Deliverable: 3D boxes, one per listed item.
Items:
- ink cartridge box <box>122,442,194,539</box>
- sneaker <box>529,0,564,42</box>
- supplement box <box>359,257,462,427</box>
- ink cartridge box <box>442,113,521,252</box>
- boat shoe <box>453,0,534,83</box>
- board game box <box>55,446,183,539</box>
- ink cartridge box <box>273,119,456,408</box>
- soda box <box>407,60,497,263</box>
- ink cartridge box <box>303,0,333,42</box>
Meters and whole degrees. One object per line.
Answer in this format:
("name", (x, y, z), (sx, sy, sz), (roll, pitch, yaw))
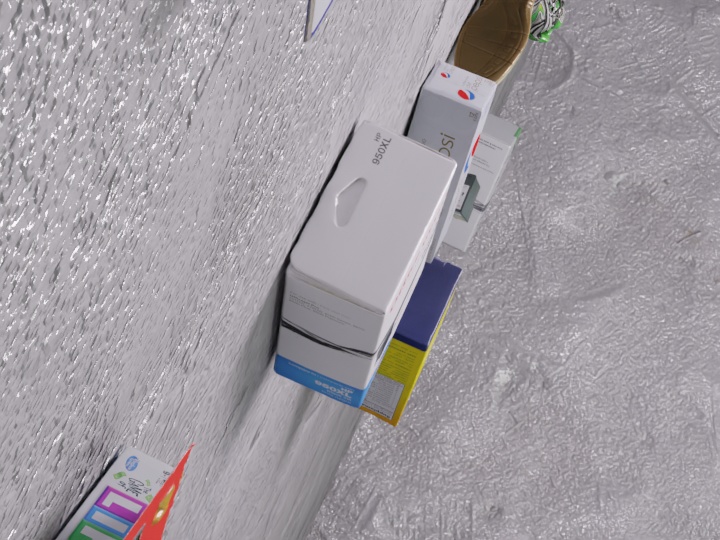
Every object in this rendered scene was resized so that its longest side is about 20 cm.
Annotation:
("ink cartridge box", (-0.116, 0.205, 0.715), (0.201, 0.050, 0.161), (-66, 176, 30))
("sneaker", (0.251, -0.384, 2.102), (0.200, 0.085, 0.079), (95, 20, -74))
("supplement box", (0.028, 0.066, 1.677), (0.201, 0.108, 0.110), (108, 8, -57))
("ink cartridge box", (0.186, -0.150, 2.524), (0.146, 0.083, 0.201), (-53, 167, -68))
("boat shoe", (0.154, -0.264, 1.674), (0.067, 0.073, 0.201), (94, 20, -61))
("board game box", (-0.155, 0.206, 0.774), (0.135, 0.034, 0.201), (-57, 170, -59))
("ink cartridge box", (0.000, 0.000, 1.187), (0.200, 0.084, 0.145), (103, 12, -65))
("soda box", (0.077, -0.110, 1.564), (0.064, 0.068, 0.201), (-59, 169, -51))
("ink cartridge box", (0.013, -0.218, 0.530), (0.201, 0.047, 0.199), (110, 5, -56))
